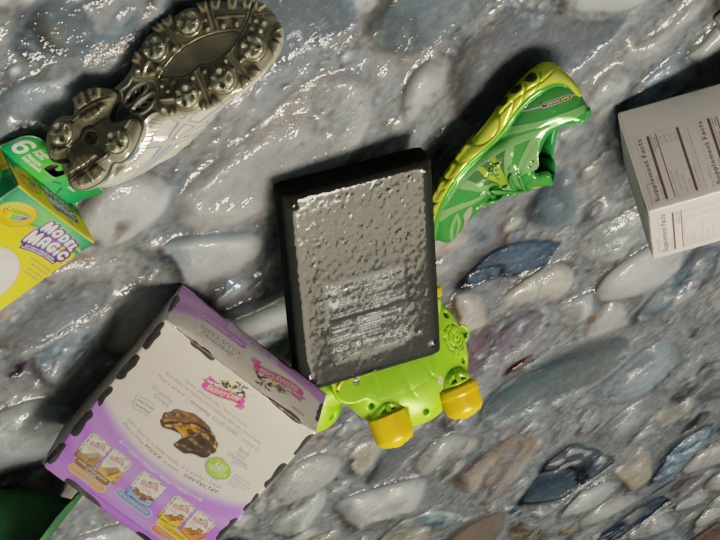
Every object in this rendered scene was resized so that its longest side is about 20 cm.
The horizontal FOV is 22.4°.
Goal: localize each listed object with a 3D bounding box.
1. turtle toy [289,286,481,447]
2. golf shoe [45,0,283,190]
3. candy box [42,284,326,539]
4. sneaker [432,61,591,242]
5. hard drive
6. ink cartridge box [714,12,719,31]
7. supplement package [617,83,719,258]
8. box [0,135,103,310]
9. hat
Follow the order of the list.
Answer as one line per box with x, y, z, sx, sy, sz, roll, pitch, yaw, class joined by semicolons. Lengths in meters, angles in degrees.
0.014;0.093;1.728;0.198;0.147;0.101;-21;-179;-16;turtle toy
-0.137;-0.130;1.352;0.199;0.079;0.097;-31;167;10;golf shoe
-0.155;0.142;1.614;0.200;0.167;0.072;-48;-169;25;candy box
0.127;-0.090;1.601;0.200;0.083;0.074;-50;-179;29;sneaker
0.000;0.000;1.598;0.138;0.033;0.202;-15;124;-16;hard drive
0.440;-0.251;1.700;0.199;0.057;0.162;-35;149;14;ink cartridge box
0.354;-0.106;1.715;0.198;0.111;0.114;-15;154;4;supplement package
-0.293;-0.016;1.381;0.199;0.049;0.117;-37;150;6;box
-0.376;0.218;1.672;0.166;0.176;0.200;-49;-177;24;hat
